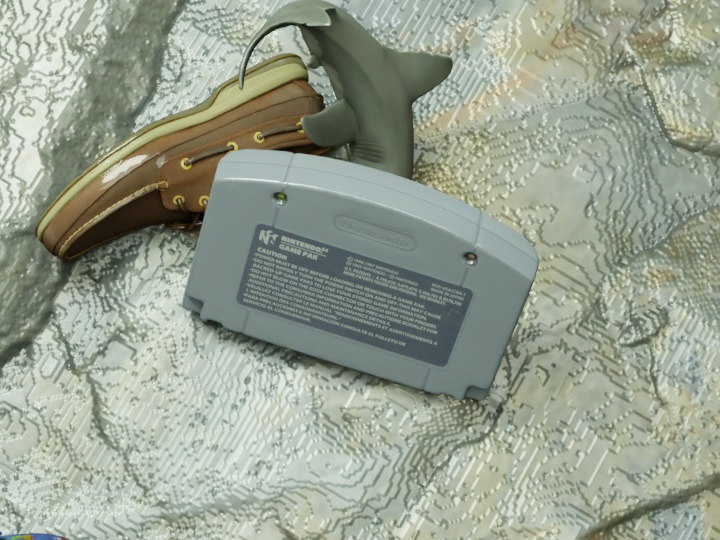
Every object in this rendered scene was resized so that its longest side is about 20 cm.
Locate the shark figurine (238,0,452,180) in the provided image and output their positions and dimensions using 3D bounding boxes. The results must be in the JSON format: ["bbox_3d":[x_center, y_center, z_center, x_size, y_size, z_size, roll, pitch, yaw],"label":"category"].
[{"bbox_3d":[0.006,-0.124,1.231,0.089,0.215,0.128,-5,59,22],"label":"shark figurine"}]

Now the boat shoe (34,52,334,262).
[{"bbox_3d":[-0.105,-0.059,1.262,0.200,0.072,0.068,-31,80,-13],"label":"boat shoe"}]

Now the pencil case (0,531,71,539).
[{"bbox_3d":[-0.212,0.249,1.183,0.087,0.078,0.200,19,75,-24],"label":"pencil case"}]

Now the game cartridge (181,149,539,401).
[{"bbox_3d":[0.000,0.000,1.232,0.200,0.133,0.041,18,44,-2],"label":"game cartridge"}]
